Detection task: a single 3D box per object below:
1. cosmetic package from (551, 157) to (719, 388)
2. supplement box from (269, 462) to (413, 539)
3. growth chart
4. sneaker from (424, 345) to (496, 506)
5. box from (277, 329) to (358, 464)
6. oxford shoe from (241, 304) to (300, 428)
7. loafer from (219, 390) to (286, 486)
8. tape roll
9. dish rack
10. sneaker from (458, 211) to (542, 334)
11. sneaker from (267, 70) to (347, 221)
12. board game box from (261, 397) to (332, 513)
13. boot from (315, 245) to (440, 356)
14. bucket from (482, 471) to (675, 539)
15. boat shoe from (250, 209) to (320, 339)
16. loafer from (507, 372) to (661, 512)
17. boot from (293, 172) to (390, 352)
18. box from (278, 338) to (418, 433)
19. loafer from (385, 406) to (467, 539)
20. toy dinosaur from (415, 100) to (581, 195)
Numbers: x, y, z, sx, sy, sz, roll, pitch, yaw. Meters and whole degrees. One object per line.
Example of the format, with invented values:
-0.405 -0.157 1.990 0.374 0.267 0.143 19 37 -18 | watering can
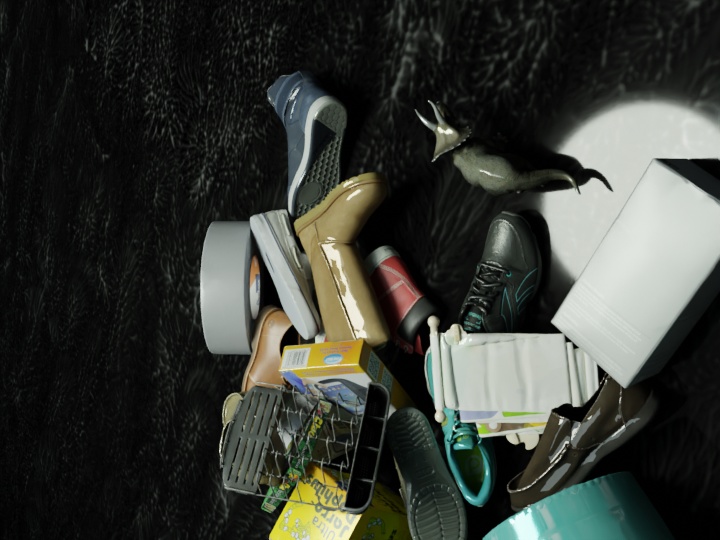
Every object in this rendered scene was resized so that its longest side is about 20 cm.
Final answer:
0.287 0.002 0.734 0.107 0.089 0.202 46 123 31 | cosmetic package
-0.002 0.338 0.980 0.108 0.199 0.111 26 85 40 | supplement box
0.171 0.129 0.843 0.196 0.018 0.148 3 105 13 | growth chart
0.128 0.183 0.915 0.076 0.080 0.204 -15 90 9 | sneaker
-0.086 0.196 1.163 0.116 0.060 0.203 -37 70 42 | box
-0.126 0.158 1.107 0.071 0.071 0.204 19 108 38 | oxford shoe
-0.156 0.215 1.013 0.200 0.066 0.077 30 104 62 | loafer
-0.192 0.026 1.157 0.200 0.065 0.205 0 -90 -90 | tape roll
-0.068 0.204 0.904 0.196 0.155 0.055 7 147 11 | dish rack
0.158 0.034 0.875 0.075 0.078 0.204 13 103 44 | sneaker
-0.086 -0.187 1.102 0.147 0.076 0.205 51 137 39 | sneaker
-0.089 0.255 1.025 0.023 0.106 0.201 24 147 -4 | board game box
0.023 0.088 1.030 0.145 0.072 0.201 52 125 25 | boot
0.226 0.304 0.758 0.208 0.205 0.136 -50 50 37 | bucket
-0.090 -0.001 1.075 0.202 0.069 0.071 62 160 23 | boat shoe
0.223 0.176 0.804 0.071 0.073 0.200 44 105 5 | loafer
0.000 0.000 0.973 0.174 0.065 0.203 -33 69 44 | boot
-0.007 0.162 0.990 0.117 0.201 0.042 -8 48 27 | box
0.083 0.262 0.945 0.074 0.070 0.204 -14 94 2 | loafer
0.149 -0.113 0.845 0.200 0.101 0.078 44 125 33 | toy dinosaur
